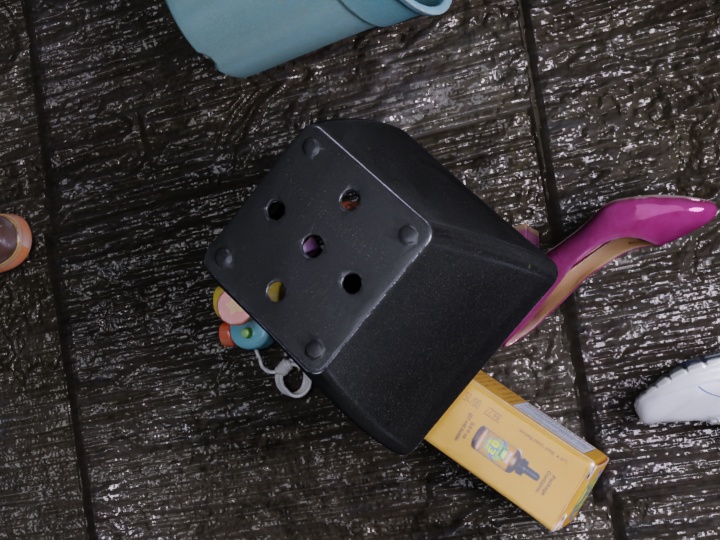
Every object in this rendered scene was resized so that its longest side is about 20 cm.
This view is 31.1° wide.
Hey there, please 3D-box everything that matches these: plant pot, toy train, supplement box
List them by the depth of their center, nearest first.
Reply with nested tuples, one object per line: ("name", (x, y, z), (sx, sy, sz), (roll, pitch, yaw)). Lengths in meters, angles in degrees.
("plant pot", (0.000, 0.000, 0.991), (0.200, 0.177, 0.200), (43, 98, 23))
("supplement box", (0.102, 0.128, 1.065), (0.199, 0.069, 0.067), (35, 99, 22))
("plant pot", (-0.054, -0.269, 1.089), (0.195, 0.200, 0.202), (-21, 80, 27))
("toy train", (-0.053, 0.006, 1.140), (0.150, 0.056, 0.201), (36, 100, 20))

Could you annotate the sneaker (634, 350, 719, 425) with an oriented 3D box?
("sneaker", (0.307, 0.097, 0.980), (0.198, 0.074, 0.088), (-13, 87, 22))

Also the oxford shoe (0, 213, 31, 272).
("oxford shoe", (-0.425, -0.007, 1.283), (0.199, 0.073, 0.072), (-27, 78, 19))

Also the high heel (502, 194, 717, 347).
("high heel", (0.192, 0.001, 1.032), (0.199, 0.067, 0.097), (-14, 72, 36))
